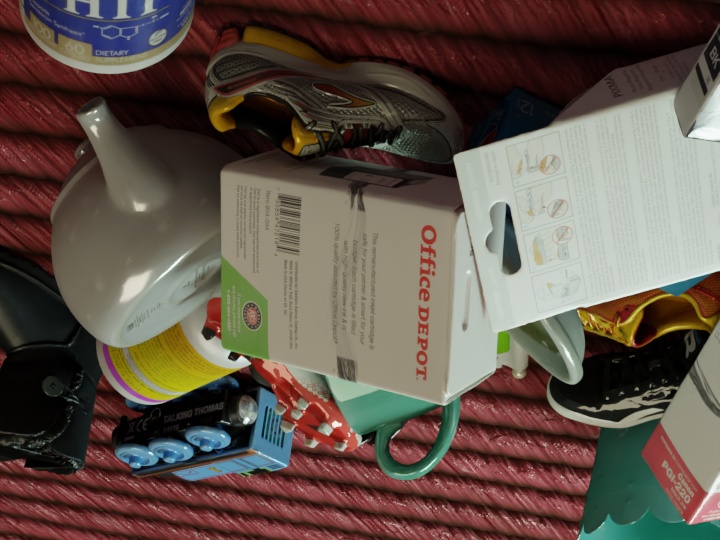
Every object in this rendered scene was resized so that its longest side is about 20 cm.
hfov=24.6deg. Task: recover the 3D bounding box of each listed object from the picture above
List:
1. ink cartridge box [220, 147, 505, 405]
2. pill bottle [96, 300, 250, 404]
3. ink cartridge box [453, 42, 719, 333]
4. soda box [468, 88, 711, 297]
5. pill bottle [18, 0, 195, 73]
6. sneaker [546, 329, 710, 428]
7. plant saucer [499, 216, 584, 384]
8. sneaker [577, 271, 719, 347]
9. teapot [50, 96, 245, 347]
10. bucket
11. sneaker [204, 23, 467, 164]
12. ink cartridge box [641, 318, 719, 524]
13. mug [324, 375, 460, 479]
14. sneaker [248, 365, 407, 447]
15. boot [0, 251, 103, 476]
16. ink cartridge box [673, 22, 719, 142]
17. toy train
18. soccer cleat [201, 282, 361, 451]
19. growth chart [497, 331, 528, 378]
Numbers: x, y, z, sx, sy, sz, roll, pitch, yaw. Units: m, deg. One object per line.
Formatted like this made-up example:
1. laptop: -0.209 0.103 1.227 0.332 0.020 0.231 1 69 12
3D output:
1. ink cartridge box: 0.000 0.000 1.206 0.199 0.084 0.146 12 110 30
2. pill bottle: -0.143 0.048 1.472 0.104 0.105 0.200 33 143 -28
3. ink cartridge box: 0.170 -0.056 1.147 0.199 0.057 0.163 -14 126 3
4. soda box: 0.179 -0.056 1.236 0.200 0.064 0.068 25 146 -16
5. pill bottle: -0.159 -0.230 1.043 0.119 0.120 0.200 13 147 0
6. sneaker: 0.261 0.078 1.412 0.199 0.073 0.112 0 143 5
7. plant saucer: 0.119 -0.001 1.290 0.200 0.050 0.200 51 175 7
8. sneaker: 0.201 0.023 1.334 0.199 0.077 0.073 -4 145 36
9. teapot: -0.175 -0.045 1.310 0.146 0.197 0.200 49 120 11
10. bucket: 0.303 0.204 1.506 0.206 0.135 0.207 10 153 5
11. sneaker: -0.020 -0.109 1.209 0.199 0.082 0.078 14 147 -3
12. ink cartridge box: 0.335 0.102 1.311 0.145 0.085 0.200 -5 135 -26
13. mug: 0.033 0.059 1.365 0.114 0.152 0.185 -20 114 7
14. sneaker: -0.025 0.106 1.475 0.199 0.116 0.076 -11 139 31
15. boot: -0.325 0.085 1.537 0.200 0.169 0.076 31 144 -24
16. ink cartridge box: 0.281 -0.155 1.020 0.099 0.039 0.200 6 138 -15
17. toy train: -0.164 0.167 1.684 0.200 0.087 0.114 -18 142 39
18. soccer cleat: -0.052 0.073 1.372 0.069 0.085 0.200 -3 136 47
19. growth chart: 0.060 0.055 1.493 0.199 0.018 0.145 1 145 17
